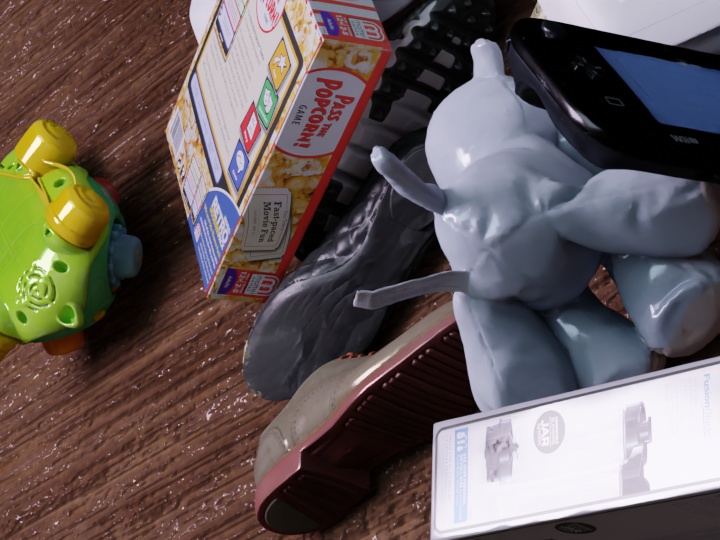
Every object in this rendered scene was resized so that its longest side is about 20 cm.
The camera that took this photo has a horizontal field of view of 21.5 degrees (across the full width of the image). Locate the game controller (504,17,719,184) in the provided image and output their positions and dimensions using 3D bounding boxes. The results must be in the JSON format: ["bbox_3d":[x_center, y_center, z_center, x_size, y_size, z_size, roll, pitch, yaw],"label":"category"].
[{"bbox_3d":[0.161,-0.073,0.887,0.104,0.199,0.042,49,125,48],"label":"game controller"}]

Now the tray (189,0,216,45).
[{"bbox_3d":[-0.072,-0.207,1.210,0.201,0.022,0.108,108,151,-43],"label":"tray"}]

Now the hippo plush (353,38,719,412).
[{"bbox_3d":[0.084,-0.021,0.983,0.161,0.198,0.161,-104,19,-59],"label":"hippo plush"}]

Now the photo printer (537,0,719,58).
[{"bbox_3d":[0.175,-0.192,0.958,0.199,0.069,0.168,-24,78,19],"label":"photo printer"}]

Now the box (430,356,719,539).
[{"bbox_3d":[0.142,0.096,0.885,0.199,0.116,0.061,-17,60,39],"label":"box"}]

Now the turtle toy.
[{"bbox_3d":[-0.219,-0.024,1.324,0.146,0.101,0.201,-49,44,18],"label":"turtle toy"}]

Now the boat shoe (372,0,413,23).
[{"bbox_3d":[0.029,-0.212,1.114,0.201,0.086,0.075,-36,4,29],"label":"boat shoe"}]

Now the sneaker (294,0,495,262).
[{"bbox_3d":[0.002,-0.106,1.160,0.201,0.066,0.091,-55,45,15],"label":"sneaker"}]

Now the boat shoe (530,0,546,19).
[{"bbox_3d":[0.144,-0.200,1.056,0.063,0.073,0.202,19,93,44],"label":"boat shoe"}]

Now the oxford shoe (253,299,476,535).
[{"bbox_3d":[0.004,0.066,1.078,0.200,0.070,0.075,-40,42,24],"label":"oxford shoe"}]

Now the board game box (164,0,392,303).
[{"bbox_3d":[-0.056,-0.105,1.129,0.152,0.046,0.201,-109,34,-41],"label":"board game box"}]

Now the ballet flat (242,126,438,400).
[{"bbox_3d":[0.000,0.000,1.136,0.200,0.066,0.057,-51,3,15],"label":"ballet flat"}]
